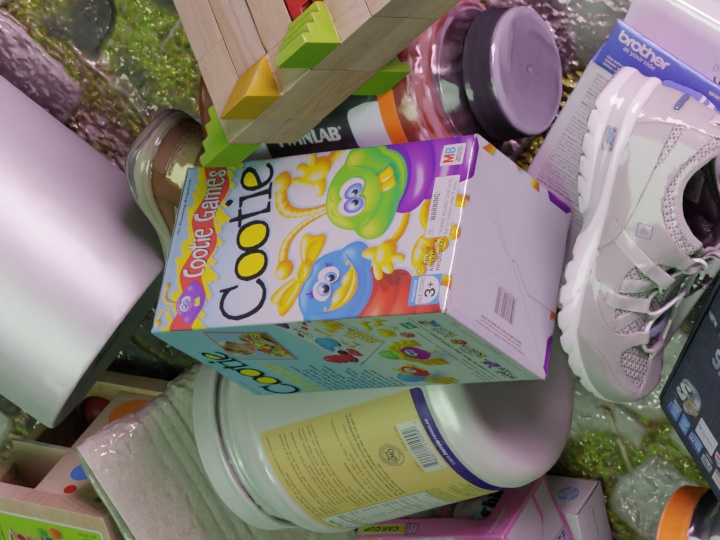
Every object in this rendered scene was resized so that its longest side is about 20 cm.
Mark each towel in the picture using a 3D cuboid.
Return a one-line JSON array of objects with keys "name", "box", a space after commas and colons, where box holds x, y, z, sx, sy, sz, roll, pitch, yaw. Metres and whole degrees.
[{"name": "towel", "box": [-0.082, 0.158, 1.575, 0.201, 0.132, 0.034, 61, 161, -17]}]

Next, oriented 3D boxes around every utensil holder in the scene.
[{"name": "utensil holder", "box": [-0.228, -0.021, 1.558, 0.200, 0.170, 0.170, 37, 136, 1]}]

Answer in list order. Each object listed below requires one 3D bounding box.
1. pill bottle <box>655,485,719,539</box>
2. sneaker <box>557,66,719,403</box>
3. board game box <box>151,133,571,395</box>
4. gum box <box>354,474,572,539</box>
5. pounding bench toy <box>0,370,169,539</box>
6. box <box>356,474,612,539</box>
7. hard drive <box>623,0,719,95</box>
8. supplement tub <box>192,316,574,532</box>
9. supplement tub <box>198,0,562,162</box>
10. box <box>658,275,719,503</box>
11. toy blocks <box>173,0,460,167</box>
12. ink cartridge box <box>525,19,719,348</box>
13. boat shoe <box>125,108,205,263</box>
[{"name": "pill bottle", "box": [0.272, 0.171, 1.408, 0.199, 0.106, 0.107, 5, 126, 31]}, {"name": "sneaker", "box": [0.154, -0.005, 1.277, 0.082, 0.075, 0.201, 19, 133, 24]}, {"name": "board game box", "box": [0.000, 0.000, 1.341, 0.199, 0.104, 0.105, -5, 155, 36]}, {"name": "gum box", "box": [0.087, 0.219, 1.544, 0.113, 0.066, 0.201, -6, 119, 35]}, {"name": "pounding bench toy", "box": [-0.164, 0.188, 1.685, 0.123, 0.156, 0.201, 7, 127, 29]}, {"name": "box", "box": [0.075, 0.196, 1.612, 0.199, 0.041, 0.157, 6, 127, 30]}, {"name": "hard drive", "box": [0.220, -0.063, 1.315, 0.199, 0.027, 0.132, 32, 136, 10]}, {"name": "supplement tub", "box": [0.012, 0.077, 1.470, 0.199, 0.146, 0.146, -18, 113, 35]}, {"name": "supplement tub", "box": [0.012, -0.101, 1.371, 0.199, 0.107, 0.107, -5, 120, 38]}, {"name": "box", "box": [0.246, 0.095, 1.300, 0.201, 0.051, 0.158, 61, 149, 29]}, {"name": "toy blocks", "box": [-0.032, -0.163, 1.275, 0.200, 0.100, 0.137, -37, 67, 40]}, {"name": "ink cartridge box", "box": [0.154, -0.045, 1.328, 0.119, 0.042, 0.200, 34, 139, 6]}, {"name": "boat shoe", "box": [-0.077, -0.016, 1.492, 0.071, 0.076, 0.200, 19, 156, 32]}]
